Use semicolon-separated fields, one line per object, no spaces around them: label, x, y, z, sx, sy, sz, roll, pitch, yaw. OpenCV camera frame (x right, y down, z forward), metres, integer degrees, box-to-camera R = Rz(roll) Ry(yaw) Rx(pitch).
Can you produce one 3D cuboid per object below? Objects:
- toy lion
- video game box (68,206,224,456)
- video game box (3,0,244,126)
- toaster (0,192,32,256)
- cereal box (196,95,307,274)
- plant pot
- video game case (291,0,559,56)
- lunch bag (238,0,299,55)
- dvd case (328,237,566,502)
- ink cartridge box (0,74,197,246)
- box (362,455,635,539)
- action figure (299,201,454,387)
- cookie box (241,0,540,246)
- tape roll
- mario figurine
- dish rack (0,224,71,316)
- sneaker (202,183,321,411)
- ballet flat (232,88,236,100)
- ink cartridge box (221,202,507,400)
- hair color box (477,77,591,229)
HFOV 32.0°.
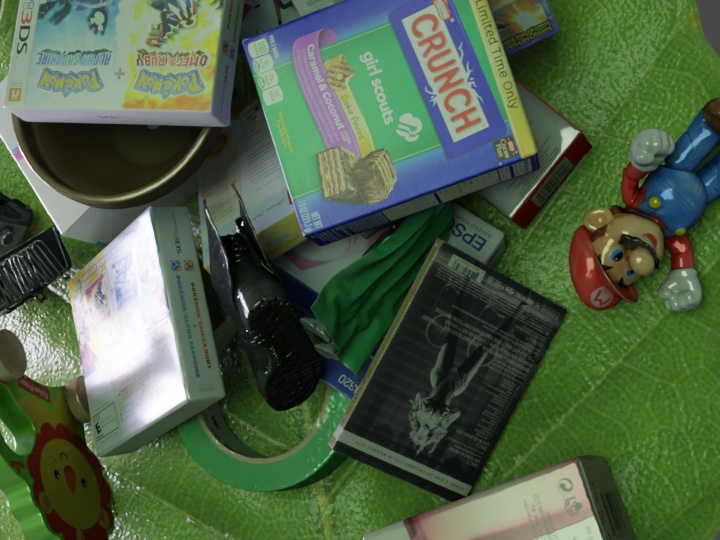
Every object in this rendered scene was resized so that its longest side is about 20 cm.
toy lion;-0.306;0.180;1.201;0.068;0.200;0.194;-23;56;15
video game box;-0.208;0.062;1.192;0.199;0.046;0.185;-32;68;49
video game box;-0.195;-0.216;1.056;0.197;0.047;0.185;3;83;18
toaster;-0.454;-0.052;1.330;0.199;0.113;0.130;33;98;21
cereal box;-0.087;-0.092;1.174;0.143;0.040;0.201;-30;41;16
plant pot;-0.200;-0.146;1.117;0.198;0.093;0.204;-4;77;15
video game case;0.045;-0.244;1.065;0.198;0.046;0.182;-23;120;10
lunch bag;-0.057;-0.276;1.152;0.169;0.200;0.125;-27;74;15
dvd case;0.078;0.092;1.095;0.202;0.148;0.016;-62;27;3
ink cartridge box;-0.270;-0.141;1.259;0.125;0.128;0.201;-41;70;12
box;0.122;0.239;1.054;0.198;0.128;0.110;-23;75;17
action figure;0.027;-0.012;1.080;0.054;0.119;0.201;26;66;30
cookie box;0.027;-0.135;1.015;0.198;0.075;0.173;-19;84;7
tape roll;-0.086;0.108;1.197;0.198;0.048;0.204;-3;81;22
mario figurine;0.259;-0.042;1.048;0.200;0.106;0.124;-47;71;8
dish rack;-0.353;0.027;1.181;0.152;0.200;0.055;-31;100;3
sneaker;-0.088;0.029;1.086;0.059;0.201;0.105;-25;53;-11
ballet flat;-0.189;-0.222;1.271;0.072;0.068;0.200;-35;59;-11
ink cartridge box;0.000;0.000;1.146;0.195;0.043;0.201;32;74;20
hair color box;0.102;-0.141;1.146;0.200;0.061;0.102;43;98;20
